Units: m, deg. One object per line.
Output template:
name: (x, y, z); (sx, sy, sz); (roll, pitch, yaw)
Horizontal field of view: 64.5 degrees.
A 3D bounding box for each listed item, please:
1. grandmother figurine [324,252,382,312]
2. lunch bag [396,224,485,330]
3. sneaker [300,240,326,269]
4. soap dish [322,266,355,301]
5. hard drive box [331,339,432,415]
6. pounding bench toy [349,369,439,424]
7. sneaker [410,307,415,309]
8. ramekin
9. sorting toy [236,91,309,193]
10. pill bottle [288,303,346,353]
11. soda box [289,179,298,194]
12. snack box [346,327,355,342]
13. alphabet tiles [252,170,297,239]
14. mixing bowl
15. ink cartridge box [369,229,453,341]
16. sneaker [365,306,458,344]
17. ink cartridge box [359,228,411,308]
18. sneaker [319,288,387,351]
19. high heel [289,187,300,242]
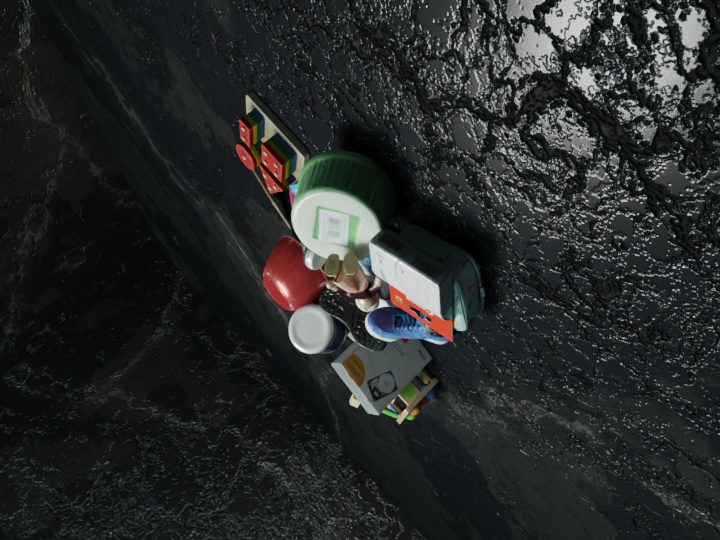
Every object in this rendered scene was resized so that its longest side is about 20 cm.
grandmother figurine: (-0.010, 0.030, 1.120); (0.118, 0.062, 0.200); (5, 158, 23)
lunch bag: (0.141, 0.009, 1.054); (0.198, 0.077, 0.163); (30, 148, 40)
sneaker: (-0.099, -0.066, 1.247); (0.077, 0.200, 0.080); (18, 116, 8)
soap dish: (-0.050, 0.040, 1.469); (0.198, 0.081, 0.159); (33, 152, 35)
hard drive box: (0.053, 0.221, 1.390); (0.157, 0.199, 0.077); (51, 157, -7)
pounding bench toy: (0.087, 0.325, 1.485); (0.156, 0.199, 0.125); (44, 157, 14)
sneaker: (0.095, 0.115, 1.295); (0.198, 0.085, 0.078); (28, 150, 43)
ramekin: (-0.035, -0.110, 1.059); (0.194, 0.099, 0.203); (10, 138, 9)
sorting toy: (-0.214, -0.268, 1.325); (0.200, 0.069, 0.199); (47, 158, 9)
pill bottle: (-0.100, 0.150, 1.438); (0.116, 0.116, 0.200); (44, -177, 14)
soda box: (-0.074, -0.176, 1.203); (0.069, 0.064, 0.199); (58, 158, -19)
snack box: (-0.006, 0.160, 1.522); (0.072, 0.024, 0.200); (41, -175, -9)
alphabet tiles: (-0.215, -0.163, 1.487); (0.168, 0.007, 0.201); (55, 176, 38)
mixing bowl: (-0.174, 0.026, 1.437); (0.199, 0.108, 0.202); (40, 155, 22)
ink cartridge box: (0.093, 0.042, 1.026); (0.161, 0.057, 0.203); (33, 145, 32)
sneaker: (0.113, 0.100, 1.152); (0.194, 0.079, 0.111); (11, 154, -13)
ink cartridge box: (0.030, -0.005, 1.237); (0.143, 0.084, 0.203); (30, 150, 43)
sneaker: (-0.003, 0.115, 1.330); (0.199, 0.076, 0.087); (41, -179, 27)
high heel: (-0.150, -0.131, 1.387); (0.095, 0.068, 0.200); (31, 154, -5)
